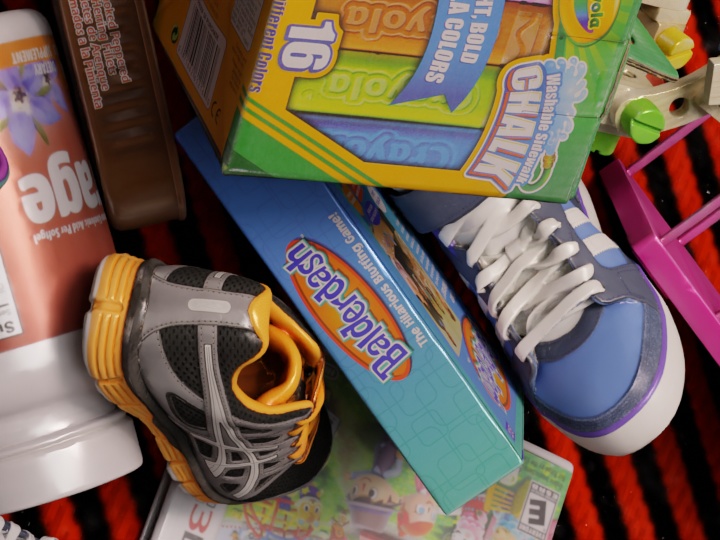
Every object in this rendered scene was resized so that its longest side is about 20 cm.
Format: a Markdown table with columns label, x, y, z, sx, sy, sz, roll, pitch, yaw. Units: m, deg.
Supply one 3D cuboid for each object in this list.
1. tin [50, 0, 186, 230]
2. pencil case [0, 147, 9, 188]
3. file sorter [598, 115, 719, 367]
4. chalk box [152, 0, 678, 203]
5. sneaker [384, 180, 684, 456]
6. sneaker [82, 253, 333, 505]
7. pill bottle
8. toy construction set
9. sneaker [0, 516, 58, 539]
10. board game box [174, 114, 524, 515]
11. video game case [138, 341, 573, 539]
| label | x | y | z | sx | sy | sz | roll | pitch | yaw |
| --- | --- | --- | --- | --- | --- | --- | --- | --- | --- |
| tin | -0.113 | -0.114 | 1.146 | 0.042 | 0.112 | 0.201 | -12 | 110 | -3 |
| pencil case | -0.227 | 0.006 | 1.050 | 0.092 | 0.200 | 0.085 | 9 | 38 | -55 |
| file sorter | 0.230 | 0.010 | 1.301 | 0.125 | 0.139 | 0.200 | -36 | 105 | 8 |
| chalk box | 0.036 | -0.112 | 1.072 | 0.199 | 0.125 | 0.124 | 3 | 122 | -23 |
| sneaker | 0.061 | -0.016 | 1.214 | 0.081 | 0.200 | 0.146 | -39 | 131 | 18 |
| sneaker | -0.047 | 0.052 | 1.141 | 0.200 | 0.077 | 0.079 | 44 | 49 | -62 |
| pill bottle | -0.159 | -0.002 | 1.133 | 0.112 | 0.112 | 0.201 | -18 | 94 | -28 |
| toy construction set | 0.130 | -0.103 | 1.255 | 0.131 | 0.200 | 0.093 | 10 | 102 | -26 |
| sneaker | -0.158 | 0.116 | 1.064 | 0.200 | 0.108 | 0.070 | 67 | 30 | -52 |
| board game box | 0.000 | 0.000 | 1.186 | 0.045 | 0.152 | 0.200 | -35 | 95 | 8 |
| video game case | -0.008 | 0.138 | 1.252 | 0.199 | 0.022 | 0.183 | 26 | 74 | -24 |
